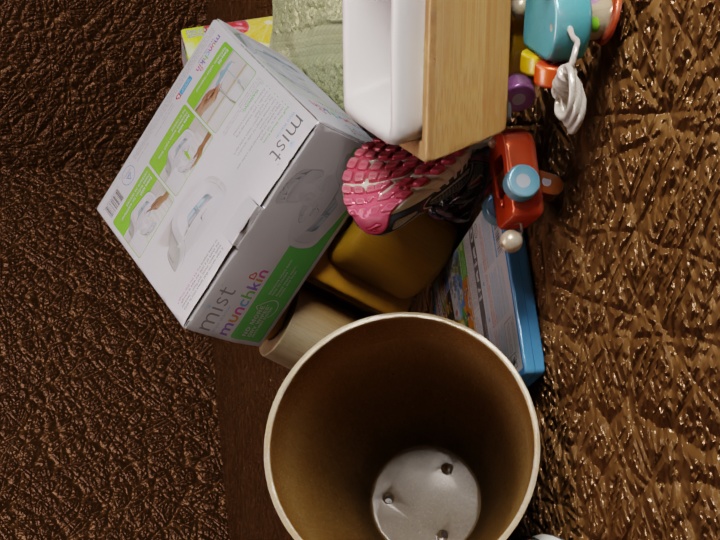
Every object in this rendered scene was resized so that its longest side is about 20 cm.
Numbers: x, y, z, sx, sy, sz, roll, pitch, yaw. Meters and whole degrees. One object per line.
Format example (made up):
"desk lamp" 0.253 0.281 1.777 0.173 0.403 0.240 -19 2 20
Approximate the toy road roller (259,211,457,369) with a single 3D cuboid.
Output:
"toy road roller" 0.000 0.000 1.036 0.201 0.122 0.146 -66 20 -8

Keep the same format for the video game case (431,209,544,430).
"video game case" 0.095 0.042 0.946 0.200 0.018 0.144 117 149 -65

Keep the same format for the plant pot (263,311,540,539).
"plant pot" 0.041 0.152 0.891 0.200 0.185 0.188 67 -165 -66

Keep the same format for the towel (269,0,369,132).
"towel" -0.021 -0.189 1.035 0.199 0.036 0.149 10 103 53

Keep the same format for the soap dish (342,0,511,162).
"soap dish" 0.041 -0.164 0.789 0.200 0.081 0.158 -125 34 -73

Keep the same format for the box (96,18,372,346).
"box" -0.103 -0.073 1.002 0.176 0.096 0.201 45 107 38

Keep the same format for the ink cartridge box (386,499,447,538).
"ink cartridge box" 0.009 0.256 1.171 0.200 0.083 0.176 -115 26 -50

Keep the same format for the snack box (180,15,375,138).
"snack box" -0.063 -0.181 1.177 0.053 0.199 0.143 105 150 -62

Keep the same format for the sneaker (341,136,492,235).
"sneaker" 0.056 -0.065 0.857 0.200 0.080 0.075 -37 -54 -54

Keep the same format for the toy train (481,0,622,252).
"toy train" 0.120 -0.105 0.746 0.200 0.055 0.151 116 150 -71

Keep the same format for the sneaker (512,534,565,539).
"sneaker" 0.095 0.210 0.785 0.200 0.089 0.070 134 134 -73
